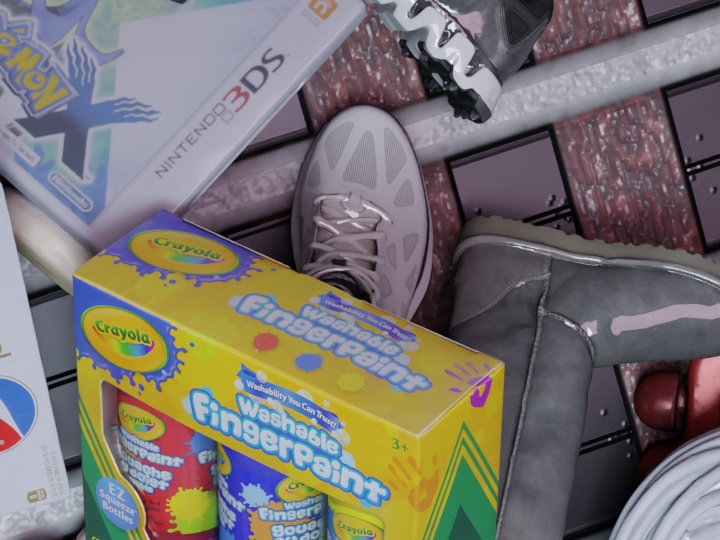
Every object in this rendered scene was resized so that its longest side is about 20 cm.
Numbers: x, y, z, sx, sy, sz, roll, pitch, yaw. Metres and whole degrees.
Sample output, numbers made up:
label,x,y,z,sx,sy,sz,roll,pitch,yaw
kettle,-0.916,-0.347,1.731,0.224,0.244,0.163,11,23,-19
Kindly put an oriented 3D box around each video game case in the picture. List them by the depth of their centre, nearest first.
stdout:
label,x,y,z,sx,sy,sz,roll,pitch,yaw
video game case,-0.129,-0.127,1.423,0.200,0.022,0.182,40,76,7

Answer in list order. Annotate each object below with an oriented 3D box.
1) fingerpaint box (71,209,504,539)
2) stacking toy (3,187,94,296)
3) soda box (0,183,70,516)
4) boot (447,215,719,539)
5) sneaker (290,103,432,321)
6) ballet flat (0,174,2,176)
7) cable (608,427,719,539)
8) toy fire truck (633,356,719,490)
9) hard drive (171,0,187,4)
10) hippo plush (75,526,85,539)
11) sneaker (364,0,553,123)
label,x,y,z,sx,sy,sz,roll,pitch,yaw
fingerpaint box,-0.037,0.088,1.358,0.073,0.199,0.168,-38,141,-42
stacking toy,-0.095,-0.079,1.461,0.085,0.085,0.200,41,81,-14
soda box,-0.193,0.027,1.410,0.068,0.064,0.201,-15,128,-10
boot,0.105,0.080,1.471,0.180,0.073,0.201,9,54,6
sneaker,0.000,0.000,1.444,0.075,0.115,0.202,5,73,-1
ballet flat,-0.267,-0.073,1.433,0.199,0.068,0.068,-5,78,-18
cable,0.214,0.174,1.470,0.069,0.199,0.201,-11,86,-56
toy fire truck,0.225,0.115,1.545,0.167,0.112,0.202,4,98,8
hard drive,-0.060,-0.246,1.396,0.200,0.033,0.140,-42,81,9
hippo plush,-0.119,0.224,1.442,0.158,0.161,0.201,11,93,-14
sneaker,0.024,-0.174,1.483,0.091,0.066,0.200,-45,107,-8
